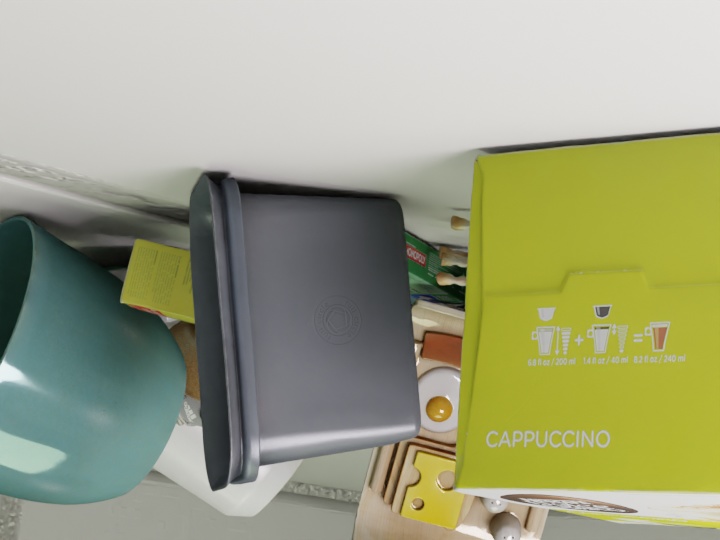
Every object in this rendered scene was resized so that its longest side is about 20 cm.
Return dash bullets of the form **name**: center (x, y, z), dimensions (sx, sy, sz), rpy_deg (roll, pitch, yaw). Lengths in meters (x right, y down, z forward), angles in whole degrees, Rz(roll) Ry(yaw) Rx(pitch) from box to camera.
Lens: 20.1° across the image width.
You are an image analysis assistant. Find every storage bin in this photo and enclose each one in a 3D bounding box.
- **storage bin**: center (-0.038, 0.041, 1.352), dimensions (0.133, 0.202, 0.146), rpy_deg (-2, 172, -12)

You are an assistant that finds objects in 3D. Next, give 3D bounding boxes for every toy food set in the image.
- **toy food set**: center (0.084, 0.131, 1.503), dimensions (0.142, 0.202, 0.060), rpy_deg (14, -167, -3)

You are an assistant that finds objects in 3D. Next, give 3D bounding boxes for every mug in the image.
- **mug**: center (-0.126, 0.147, 2.001), dimensions (0.153, 0.187, 0.149), rpy_deg (42, 154, -3)

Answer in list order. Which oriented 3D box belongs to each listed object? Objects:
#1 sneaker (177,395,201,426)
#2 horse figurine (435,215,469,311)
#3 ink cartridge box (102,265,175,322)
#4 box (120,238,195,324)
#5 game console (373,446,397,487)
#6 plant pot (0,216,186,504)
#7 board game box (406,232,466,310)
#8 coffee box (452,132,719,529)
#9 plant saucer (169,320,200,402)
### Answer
- **sneaker**: center (-0.175, 0.109, 1.696), dimensions (0.199, 0.076, 0.115), rpy_deg (-25, -148, -35)
- **horse figurine**: center (0.120, 0.002, 1.426), dimensions (0.131, 0.050, 0.200), rpy_deg (10, 169, 0)
- **ink cartridge box**: center (-0.154, 0.012, 1.698), dimensions (0.160, 0.051, 0.199), rpy_deg (-3, -174, 38)
- **box**: center (-0.067, 0.026, 1.456), dimensions (0.198, 0.051, 0.075), rpy_deg (15, 176, 6)
- **game console**: center (0.086, 0.126, 1.652), dimensions (0.116, 0.200, 0.176), rpy_deg (15, 151, 52)
- **plant pot**: center (-0.228, 0.083, 1.530), dimensions (0.160, 0.202, 0.200), rpy_deg (27, 161, -26)
- **board game box**: center (0.000, 0.000, 1.535), dimensions (0.134, 0.029, 0.200), rpy_deg (2, 170, 22)
- **coffee box**: center (0.191, 0.043, 1.179), dimensions (0.199, 0.202, 0.197), rpy_deg (-3, 167, 38)
- **plant saucer**: center (-0.076, 0.072, 1.701), dimensions (0.199, 0.036, 0.200), rpy_deg (13, -162, -4)
